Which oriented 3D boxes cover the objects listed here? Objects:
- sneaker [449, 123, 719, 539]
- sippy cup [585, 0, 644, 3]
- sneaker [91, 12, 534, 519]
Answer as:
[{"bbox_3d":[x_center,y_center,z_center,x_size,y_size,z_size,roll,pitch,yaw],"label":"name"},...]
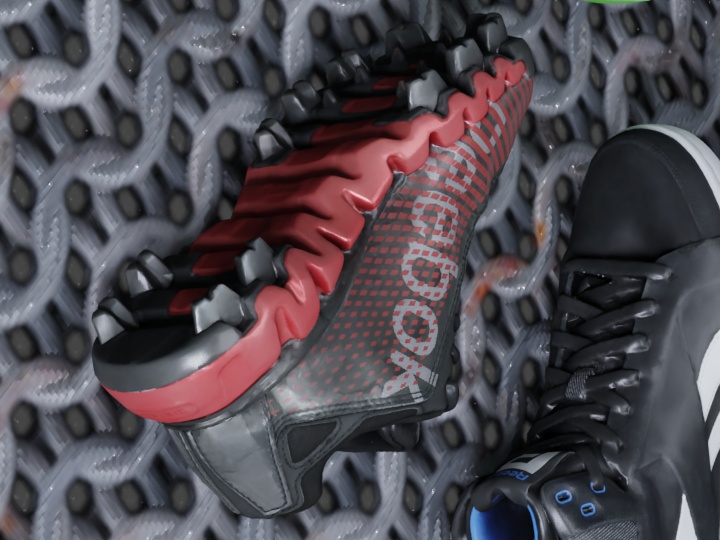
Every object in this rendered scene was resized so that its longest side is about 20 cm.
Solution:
[{"bbox_3d":[0.082,0.047,1.017,0.112,0.073,0.201,3,85,-51],"label":"sneaker"},{"bbox_3d":[0.115,-0.188,1.048,0.130,0.139,0.178,49,39,-21],"label":"sippy cup"},{"bbox_3d":[0.000,0.000,0.929,0.201,0.071,0.098,-50,122,-38],"label":"sneaker"}]
